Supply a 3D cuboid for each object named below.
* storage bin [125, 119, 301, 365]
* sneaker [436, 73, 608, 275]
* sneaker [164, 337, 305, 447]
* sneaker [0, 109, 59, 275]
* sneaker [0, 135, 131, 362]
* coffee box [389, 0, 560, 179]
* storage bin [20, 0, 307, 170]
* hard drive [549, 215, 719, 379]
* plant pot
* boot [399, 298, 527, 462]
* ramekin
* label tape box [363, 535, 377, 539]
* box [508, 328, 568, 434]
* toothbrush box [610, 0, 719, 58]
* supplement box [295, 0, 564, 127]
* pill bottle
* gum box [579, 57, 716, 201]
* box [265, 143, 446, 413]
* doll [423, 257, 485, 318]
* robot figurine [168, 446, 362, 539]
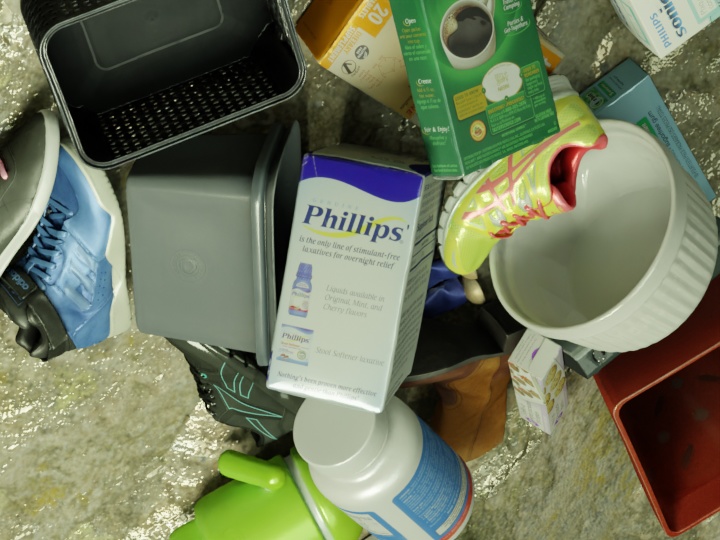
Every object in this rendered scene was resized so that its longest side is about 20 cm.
[{"bbox_3d":[-0.123,-0.032,1.496,0.133,0.146,0.202,5,123,6],"label":"storage bin"},{"bbox_3d":[0.141,-0.068,1.517,0.078,0.090,0.201,-8,136,-56],"label":"sneaker"},{"bbox_3d":[-0.123,0.101,1.606,0.079,0.076,0.200,-43,126,11],"label":"sneaker"},{"bbox_3d":[-0.324,-0.055,1.424,0.099,0.071,0.201,18,116,-36],"label":"sneaker"},{"bbox_3d":[-0.261,-0.010,1.467,0.111,0.077,0.201,-26,136,-27],"label":"sneaker"},{"bbox_3d":[0.089,-0.189,1.411,0.122,0.044,0.202,-26,108,-35],"label":"coffee box"},{"bbox_3d":[-0.158,-0.186,1.397,0.198,0.094,0.136,-22,127,-7],"label":"storage bin"},{"bbox_3d":[0.265,0.018,1.661,0.199,0.140,0.033,-38,104,-4],"label":"hard drive"},{"bbox_3d":[0.325,0.102,1.728,0.199,0.177,0.201,-30,127,-2],"label":"plant pot"},{"bbox_3d":[0.075,0.123,1.689,0.187,0.069,0.201,-24,145,-31],"label":"boot"},{"bbox_3d":[0.222,-0.023,1.544,0.105,0.201,0.201,28,108,-42],"label":"ramekin"},{"bbox_3d":[0.021,0.356,1.835,0.199,0.066,0.144,-31,127,2],"label":"label tape box"},{"bbox_3d":[0.174,0.110,1.689,0.042,0.038,0.200,-56,162,-13],"label":"box"},{"bbox_3d":[0.295,-0.309,1.512,0.199,0.085,0.147,-34,127,3],"label":"toothbrush box"},{"bbox_3d":[0.061,-0.196,1.493,0.199,0.074,0.126,28,107,-34],"label":"supplement box"},{"bbox_3d":[0.020,0.177,1.592,0.112,0.113,0.200,-38,142,4],"label":"pill bottle"},{"bbox_3d":[0.218,-0.076,1.653,0.199,0.045,0.170,-37,127,3],"label":"gum box"},{"bbox_3d":[0.000,0.000,1.484,0.104,0.184,0.202,11,98,7],"label":"box"},{"bbox_3d":[0.016,0.039,1.638,0.199,0.049,0.137,-26,139,-5],"label":"doll"},{"bbox_3d":[-0.082,0.247,1.689,0.199,0.116,0.176,-29,133,-4],"label":"robot figurine"}]
